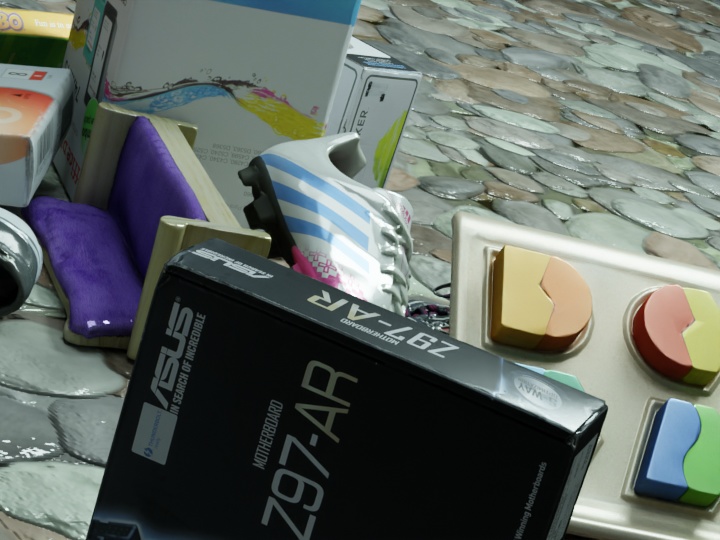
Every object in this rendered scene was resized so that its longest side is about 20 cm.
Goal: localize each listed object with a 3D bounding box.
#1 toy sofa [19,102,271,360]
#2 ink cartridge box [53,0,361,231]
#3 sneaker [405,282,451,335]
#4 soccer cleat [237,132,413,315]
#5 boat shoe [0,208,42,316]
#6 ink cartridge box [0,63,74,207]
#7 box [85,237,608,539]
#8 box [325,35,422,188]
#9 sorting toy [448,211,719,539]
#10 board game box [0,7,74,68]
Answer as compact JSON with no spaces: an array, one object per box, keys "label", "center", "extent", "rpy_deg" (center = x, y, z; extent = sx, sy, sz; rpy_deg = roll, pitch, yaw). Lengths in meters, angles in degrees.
[{"label":"toy sofa","center":[-0.127,-0.025,1.265],"extent":[0.097,0.083,0.200],"rpy_deg":[10,20,-21]},{"label":"ink cartridge box","center":[-0.102,-0.137,1.419],"extent":[0.145,0.201,0.147],"rpy_deg":[8,20,-22]},{"label":"sneaker","center":[0.068,0.036,1.279],"extent":[0.199,0.075,0.081],"rpy_deg":[15,18,-5]},{"label":"soccer cleat","center":[0.000,0.000,1.216],"extent":[0.086,0.070,0.201],"rpy_deg":[-19,56,-9]},{"label":"boat shoe","center":[-0.264,-0.024,1.168],"extent":[0.199,0.069,0.057],"rpy_deg":[15,19,-12]},{"label":"ink cartridge box","center":[-0.281,-0.093,1.331],"extent":[0.199,0.050,0.162],"rpy_deg":[9,19,-1]},{"label":"box","center":[-0.018,0.110,0.791],"extent":[0.160,0.201,0.044],"rpy_deg":[23,18,15]},{"label":"box","center":[-0.058,-0.122,1.555],"extent":[0.060,0.117,0.200],"rpy_deg":[1,23,-46]},{"label":"sorting toy","center":[0.136,0.059,1.200],"extent":[0.184,0.037,0.201],"rpy_deg":[12,52,-14]},{"label":"board game box","center":[-0.241,-0.140,1.483],"extent":[0.199,0.095,0.030],"rpy_deg":[-3,65,-42]}]
